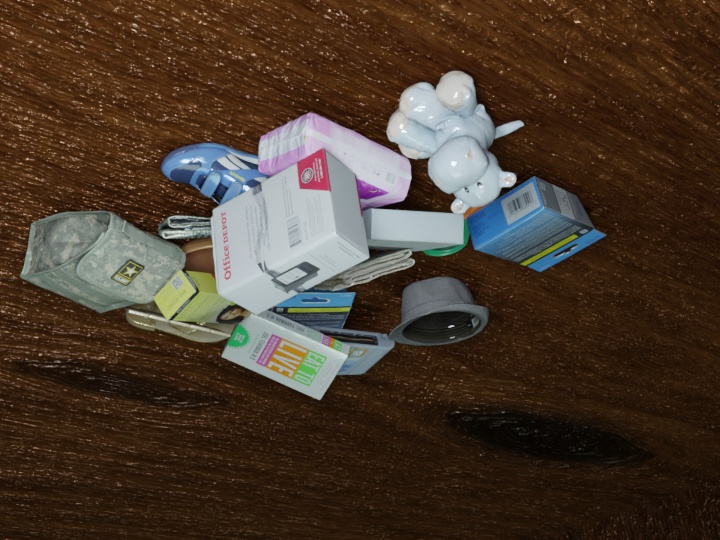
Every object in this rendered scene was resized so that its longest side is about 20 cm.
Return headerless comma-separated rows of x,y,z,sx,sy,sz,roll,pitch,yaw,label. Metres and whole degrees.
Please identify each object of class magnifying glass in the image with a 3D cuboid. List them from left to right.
0.168,-0.080,1.771,0.079,0.023,0.200,9,149,-26,magnifying glass

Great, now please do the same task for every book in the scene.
-0.134,0.141,1.900,0.199,0.048,0.134,24,133,-9,book

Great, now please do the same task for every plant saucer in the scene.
-0.237,-0.006,1.797,0.199,0.038,0.200,-6,152,-3,plant saucer

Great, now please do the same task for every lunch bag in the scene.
-0.393,-0.018,1.642,0.199,0.118,0.164,-13,152,33,lunch bag

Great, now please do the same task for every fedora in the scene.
0.140,0.069,1.952,0.199,0.091,0.177,6,150,-33,fedora

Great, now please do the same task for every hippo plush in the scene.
0.128,-0.157,1.482,0.159,0.162,0.200,-24,146,27,hippo plush

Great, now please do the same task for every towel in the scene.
-0.212,-0.061,1.626,0.191,0.035,0.200,1,179,-14,towel
0.000,0.000,1.747,0.132,0.035,0.200,-17,-175,-17,towel

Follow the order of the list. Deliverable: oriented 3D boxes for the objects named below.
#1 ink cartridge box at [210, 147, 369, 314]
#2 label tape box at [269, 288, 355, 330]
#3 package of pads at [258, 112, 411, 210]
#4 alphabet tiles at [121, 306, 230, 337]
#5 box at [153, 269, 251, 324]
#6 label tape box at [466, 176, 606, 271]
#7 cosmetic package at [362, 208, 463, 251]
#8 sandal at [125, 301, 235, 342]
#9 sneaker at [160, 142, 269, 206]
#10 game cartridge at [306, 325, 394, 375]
-0.099,-0.050,1.438,0.199,0.146,0.083,-26,144,25,ink cartridge box
-0.099,0.067,1.928,0.142,0.066,0.200,0,148,-14,label tape box
-0.036,-0.153,1.524,0.199,0.076,0.120,20,160,-37,package of pads
-0.311,0.082,1.763,0.166,0.008,0.200,15,177,-16,alphabet tiles
-0.240,0.045,1.721,0.075,0.050,0.200,-45,156,20,box
0.291,-0.073,1.751,0.144,0.064,0.199,-31,150,32,label tape box
0.054,-0.062,1.659,0.150,0.052,0.200,0,178,-19,cosmetic package
-0.311,0.077,1.889,0.210,0.078,0.070,7,154,-14,sandal
-0.192,-0.129,1.547,0.199,0.083,0.074,9,149,-23,sneaker
-0.051,0.154,1.996,0.199,0.042,0.133,7,143,-29,game cartridge
